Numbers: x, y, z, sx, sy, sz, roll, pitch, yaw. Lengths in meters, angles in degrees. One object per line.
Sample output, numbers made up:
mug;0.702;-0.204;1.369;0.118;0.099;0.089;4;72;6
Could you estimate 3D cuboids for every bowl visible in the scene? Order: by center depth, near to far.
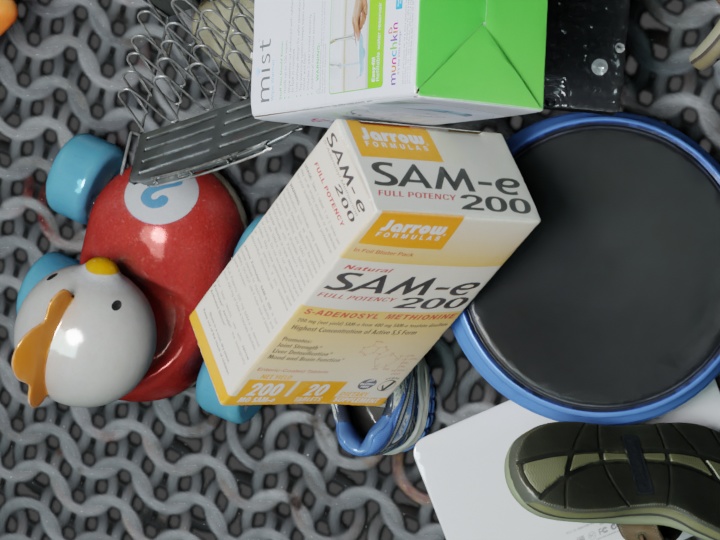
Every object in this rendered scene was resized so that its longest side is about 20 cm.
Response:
bowl;0.151;-0.002;1.660;0.200;0.039;0.201;0;87;0

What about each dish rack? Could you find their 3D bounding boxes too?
dish rack;-0.090;-0.145;1.699;0.153;0.200;0.055;-18;134;27

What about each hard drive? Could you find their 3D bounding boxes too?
hard drive;0.101;-0.201;1.638;0.140;0.038;0.200;5;90;1

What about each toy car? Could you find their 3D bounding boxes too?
toy car;-0.166;0.020;1.775;0.184;0.200;0.177;24;111;18

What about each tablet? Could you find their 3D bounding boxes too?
tablet;0.145;0.131;1.691;0.200;0.014;0.130;-23;99;-9

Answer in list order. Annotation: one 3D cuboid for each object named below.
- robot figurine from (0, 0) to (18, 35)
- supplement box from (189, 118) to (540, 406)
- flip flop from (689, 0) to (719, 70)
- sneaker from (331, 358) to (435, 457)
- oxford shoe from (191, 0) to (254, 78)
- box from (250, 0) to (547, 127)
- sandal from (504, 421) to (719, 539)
robot figurine;-0.303;-0.206;1.834;0.117;0.144;0.200;22;117;-23
supplement box;0.000;0.000;1.615;0.200;0.126;0.074;-52;49;40
flip flop;0.229;-0.206;1.552;0.058;0.081;0.200;29;135;18
sneaker;0.005;0.031;1.761;0.077;0.085;0.200;-5;99;26
oxford shoe;-0.039;-0.142;1.741;0.200;0.074;0.071;19;111;31
box;0.021;-0.188;1.549;0.176;0.097;0.200;-4;82;56
sandal;0.172;0.136;1.659;0.057;0.201;0.080;-50;37;47
